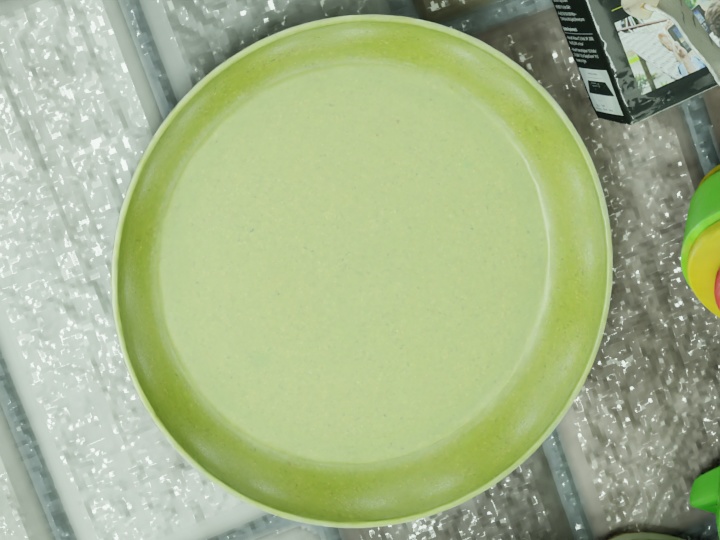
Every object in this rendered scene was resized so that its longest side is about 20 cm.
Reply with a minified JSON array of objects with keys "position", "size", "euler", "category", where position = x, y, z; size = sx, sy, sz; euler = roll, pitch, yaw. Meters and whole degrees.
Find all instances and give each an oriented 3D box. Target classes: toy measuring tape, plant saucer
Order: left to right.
[{"position":[0.000,0.000,0.855],"size":[0.198,0.031,0.202],"euler":[-2,100,-12],"category":"plant saucer"},{"position":[0.136,-0.034,0.825],"size":[0.074,0.074,0.200],"euler":[-45,120,-1],"category":"toy measuring tape"}]

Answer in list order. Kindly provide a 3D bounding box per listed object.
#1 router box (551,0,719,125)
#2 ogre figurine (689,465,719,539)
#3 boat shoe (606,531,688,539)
[{"position":[0.161,-0.165,0.847],"size":[0.199,0.051,0.150],"euler":[-24,101,-6],"category":"router box"},{"position":[0.199,0.099,0.874],"size":[0.119,0.098,0.202],"euler":[14,89,-3],"category":"ogre figurine"},{"position":[0.174,0.179,0.901],"size":[0.200,0.065,0.072],"euler":[39,92,-14],"category":"boat shoe"}]
